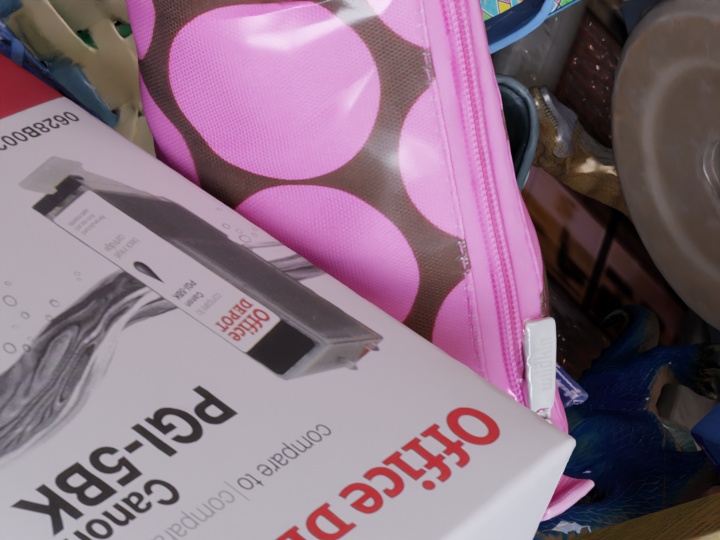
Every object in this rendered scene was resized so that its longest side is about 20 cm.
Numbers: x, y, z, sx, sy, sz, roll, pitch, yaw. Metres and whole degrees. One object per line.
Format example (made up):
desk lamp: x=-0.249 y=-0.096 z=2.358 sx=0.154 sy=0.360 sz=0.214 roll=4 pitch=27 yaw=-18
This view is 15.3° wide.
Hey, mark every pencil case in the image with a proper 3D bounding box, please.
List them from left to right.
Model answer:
pencil case: x=0.000 y=-0.029 z=0.648 sx=0.091 sy=0.094 sz=0.200 roll=-36 pitch=127 yaw=-30

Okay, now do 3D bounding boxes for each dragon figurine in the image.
dragon figurine: x=0.071 y=0.058 z=0.888 sx=0.099 sy=0.059 sz=0.200 roll=2 pitch=38 yaw=-9

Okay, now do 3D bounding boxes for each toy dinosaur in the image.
toy dinosaur: x=0.144 y=-0.007 z=0.985 sx=0.200 sy=0.106 sz=0.060 roll=44 pitch=13 yaw=3

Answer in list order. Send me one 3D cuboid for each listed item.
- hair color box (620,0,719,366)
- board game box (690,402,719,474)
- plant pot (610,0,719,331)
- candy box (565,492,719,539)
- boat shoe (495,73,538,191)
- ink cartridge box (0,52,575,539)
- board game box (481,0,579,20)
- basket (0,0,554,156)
hair color box: x=0.178 y=-0.021 z=1.056 sx=0.099 sy=0.061 sz=0.200 roll=0 pitch=73 yaw=-47
board game box: x=0.189 y=0.108 z=0.762 sx=0.045 sy=0.200 sz=0.152 roll=-40 pitch=107 yaw=-8
plant pot: x=0.178 y=-0.054 z=0.853 sx=0.174 sy=0.200 sz=0.201 roll=-21 pitch=87 yaw=-28
candy box: x=0.071 y=0.136 z=0.760 sx=0.056 sy=0.200 sz=0.117 roll=-28 pitch=92 yaw=-45
boat shoe: x=0.000 y=0.000 z=0.857 sx=0.073 sy=0.062 sz=0.200 roll=51 pitch=43 yaw=-16
ink cartridge box: x=-0.075 y=0.039 z=0.586 sx=0.200 sy=0.083 sz=0.147 roll=33 pitch=34 yaw=17
board game box: x=0.011 y=-0.139 z=0.863 sx=0.200 sy=0.047 sz=0.151 roll=-29 pitch=94 yaw=-10
basket: x=-0.069 y=-0.094 z=0.722 sx=0.176 sy=0.200 sz=0.139 roll=46 pitch=40 yaw=-22
